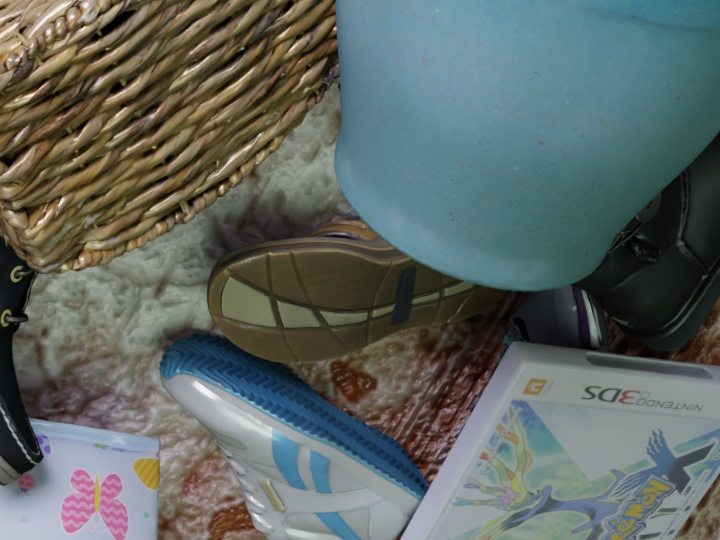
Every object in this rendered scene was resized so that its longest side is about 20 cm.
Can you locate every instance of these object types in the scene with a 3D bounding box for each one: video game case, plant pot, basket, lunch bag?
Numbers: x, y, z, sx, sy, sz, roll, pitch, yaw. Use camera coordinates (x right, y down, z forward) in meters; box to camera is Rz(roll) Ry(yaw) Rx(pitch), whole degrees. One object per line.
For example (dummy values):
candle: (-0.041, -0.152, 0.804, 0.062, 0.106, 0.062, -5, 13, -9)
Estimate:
video game case: (0.128, 0.130, 0.911, 0.181, 0.022, 0.201, 8, 127, -26)
plant pot: (0.074, -0.104, 0.639, 0.198, 0.201, 0.189, 4, 129, -21)
basket: (-0.115, -0.114, 0.683, 0.200, 0.149, 0.143, -40, 144, -18)
lunch bag: (-0.215, 0.164, 0.791, 0.198, 0.171, 0.127, 13, 149, -29)

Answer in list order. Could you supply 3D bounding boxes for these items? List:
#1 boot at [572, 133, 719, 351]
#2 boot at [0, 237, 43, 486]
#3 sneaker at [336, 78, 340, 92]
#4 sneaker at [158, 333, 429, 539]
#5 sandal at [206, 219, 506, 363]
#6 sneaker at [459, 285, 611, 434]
boot: (0.160, -0.069, 0.806, 0.168, 0.076, 0.201, 33, 87, -45)
boot: (-0.155, -0.013, 0.745, 0.152, 0.073, 0.205, -22, 95, -8)
sneaker: (0.026, -0.098, 0.780, 0.074, 0.089, 0.201, -32, 123, 3)
sneaker: (-0.045, 0.111, 0.884, 0.081, 0.077, 0.200, -45, 121, 12)
sandal: (0.000, 0.000, 0.853, 0.198, 0.054, 0.081, -11, 131, -30)
sneaker: (0.102, 0.074, 0.915, 0.087, 0.075, 0.202, -12, 123, -6)
